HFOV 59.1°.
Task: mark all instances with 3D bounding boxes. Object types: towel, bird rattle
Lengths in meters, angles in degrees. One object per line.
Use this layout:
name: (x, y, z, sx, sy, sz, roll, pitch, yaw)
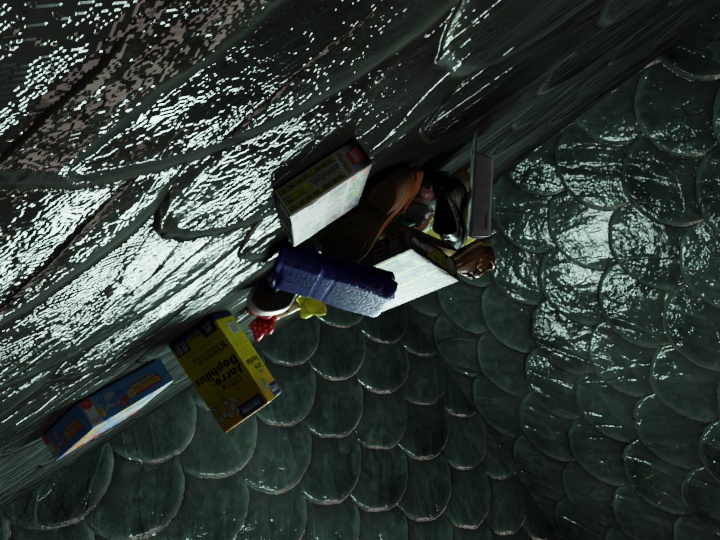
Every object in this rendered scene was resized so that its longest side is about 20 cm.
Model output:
towel: (-0.046, 0.015, 1.043, 0.148, 0.198, 0.050, 127, -21, -67)
bird rattle: (-0.180, 0.089, 1.540, 0.199, 0.113, 0.163, -32, -166, 5)

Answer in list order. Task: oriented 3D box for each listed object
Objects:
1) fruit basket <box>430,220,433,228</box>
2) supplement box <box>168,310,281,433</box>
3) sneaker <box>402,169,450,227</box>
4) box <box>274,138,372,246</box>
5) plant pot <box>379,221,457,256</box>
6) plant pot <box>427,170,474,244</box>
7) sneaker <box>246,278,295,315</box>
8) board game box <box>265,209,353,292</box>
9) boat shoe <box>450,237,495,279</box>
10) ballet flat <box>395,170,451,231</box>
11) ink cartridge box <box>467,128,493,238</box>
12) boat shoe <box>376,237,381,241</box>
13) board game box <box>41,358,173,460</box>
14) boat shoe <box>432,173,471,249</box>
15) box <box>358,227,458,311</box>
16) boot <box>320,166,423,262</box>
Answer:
fruit basket: (0.121, -0.136, 1.601, 0.185, 0.094, 0.199, -37, 160, 35)
supplement box: (-0.262, 0.194, 1.244, 0.108, 0.201, 0.110, -35, 177, 6)
sneaker: (0.144, -0.145, 1.311, 0.108, 0.067, 0.201, -53, 159, 19)
box: (-0.048, -0.088, 0.776, 0.110, 0.035, 0.200, -34, 177, -8)
plant pot: (0.087, -0.064, 1.201, 0.200, 0.198, 0.028, -22, 133, -76)
plant pot: (0.244, -0.141, 1.782, 0.199, 0.177, 0.200, -36, 176, 31)
sneaker: (-0.176, 0.058, 1.267, 0.084, 0.073, 0.200, -39, 177, 26)
board game box: (-0.084, -0.037, 1.174, 0.135, 0.035, 0.200, -33, 176, -35)
boat shoe: (0.227, -0.019, 1.268, 0.072, 0.068, 0.199, -28, 174, 30)
ballet flat: (0.144, -0.133, 1.391, 0.201, 0.067, 0.073, -54, 146, -29)
ink cartridge box: (0.241, -0.166, 1.276, 0.043, 0.203, 0.196, 4, -177, 7)
boat shoe: (0.041, -0.084, 1.369, 0.068, 0.073, 0.199, -51, -176, -5)
board game box: (-0.505, 0.277, 1.272, 0.200, 0.056, 0.195, -37, 176, 38)
boat shoe: (0.173, -0.098, 1.257, 0.066, 0.075, 0.200, -34, 153, -23)
box: (0.050, 0.008, 1.130, 0.199, 0.045, 0.160, -25, 145, 31)
boot: (0.024, -0.095, 1.069, 0.201, 0.076, 0.155, -55, 173, 29)
